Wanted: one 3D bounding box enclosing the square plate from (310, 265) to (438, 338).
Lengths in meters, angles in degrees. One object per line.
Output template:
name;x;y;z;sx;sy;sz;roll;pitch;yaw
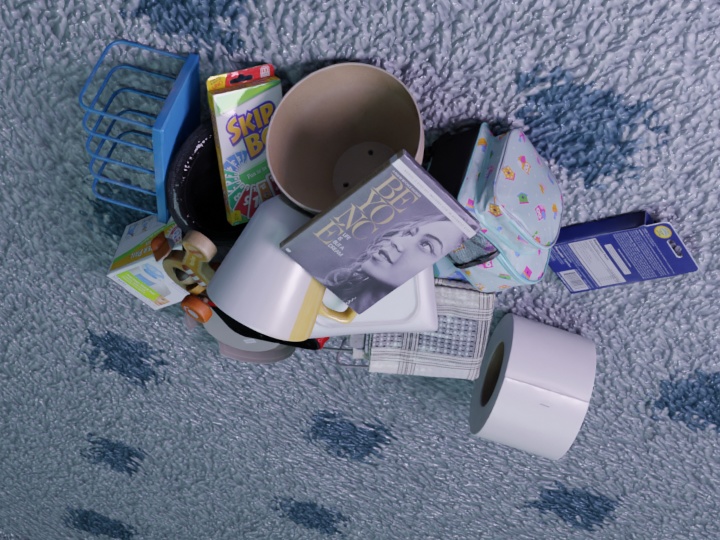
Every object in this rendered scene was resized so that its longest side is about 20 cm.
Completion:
square plate;0.000;0.000;1.541;0.199;0.028;0.199;-3;110;6

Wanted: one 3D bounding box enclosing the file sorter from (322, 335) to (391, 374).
file sorter;-0.027;0.048;1.756;0.124;0.139;0.200;-2;144;42

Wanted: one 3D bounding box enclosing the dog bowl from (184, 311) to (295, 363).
dog bowl;-0.198;0.083;1.949;0.199;0.059;0.200;11;146;7

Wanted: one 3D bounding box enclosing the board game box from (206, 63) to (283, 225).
board game box;-0.142;-0.164;1.488;0.095;0.030;0.201;-17;117;-22

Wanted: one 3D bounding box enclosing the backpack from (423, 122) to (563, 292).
backpack;0.177;-0.074;1.476;0.153;0.176;0.200;-12;134;32

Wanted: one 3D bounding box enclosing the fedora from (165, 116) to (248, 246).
fedora;-0.183;-0.137;1.551;0.201;0.201;0.092;42;179;-34

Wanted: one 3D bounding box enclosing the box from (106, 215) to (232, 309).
box;-0.284;-0.027;1.783;0.200;0.102;0.112;-17;135;38

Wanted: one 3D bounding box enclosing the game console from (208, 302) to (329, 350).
game console;-0.155;0.052;1.700;0.199;0.031;0.177;7;146;37

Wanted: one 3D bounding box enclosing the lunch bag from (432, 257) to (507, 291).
lunch bag;0.129;-0.007;1.648;0.170;0.128;0.200;-25;142;37

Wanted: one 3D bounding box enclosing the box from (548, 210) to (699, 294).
box;0.364;-0.026;1.604;0.199;0.033;0.121;-11;139;35

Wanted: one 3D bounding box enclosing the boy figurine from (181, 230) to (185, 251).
boy figurine;-0.154;-0.062;1.640;0.199;0.065;0.124;-1;-174;3

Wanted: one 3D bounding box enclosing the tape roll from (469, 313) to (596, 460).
tape roll;0.269;0.183;1.789;0.139;0.203;0.203;18;146;-5

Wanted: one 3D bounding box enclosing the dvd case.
dvd case;0.024;-0.041;1.374;0.200;0.016;0.149;-36;122;22

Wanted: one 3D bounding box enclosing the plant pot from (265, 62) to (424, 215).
plant pot;-0.007;-0.145;1.454;0.199;0.201;0.134;4;165;15

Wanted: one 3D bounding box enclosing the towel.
towel;0.084;0.084;1.625;0.199;0.035;0.193;8;136;2

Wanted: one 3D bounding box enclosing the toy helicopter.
toy helicopter;-0.232;-0.015;1.538;0.132;0.079;0.200;37;158;1

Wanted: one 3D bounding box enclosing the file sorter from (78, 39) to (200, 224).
file sorter;-0.294;-0.189;1.528;0.122;0.139;0.200;16;146;4

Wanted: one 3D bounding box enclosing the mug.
mug;-0.090;-0.011;1.478;0.149;0.154;0.186;35;-164;33
